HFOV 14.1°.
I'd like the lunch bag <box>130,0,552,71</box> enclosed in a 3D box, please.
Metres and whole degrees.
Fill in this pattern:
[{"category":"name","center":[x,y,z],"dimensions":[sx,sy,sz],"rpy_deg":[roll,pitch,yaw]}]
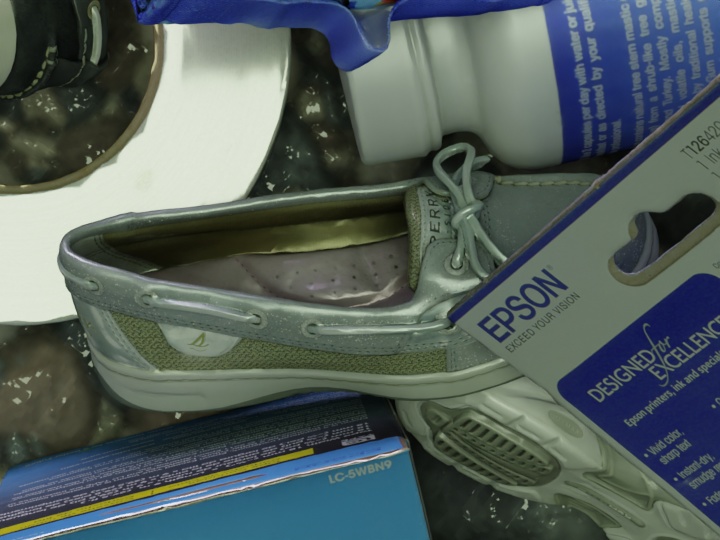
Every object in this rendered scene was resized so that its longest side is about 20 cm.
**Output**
[{"category":"lunch bag","center":[-0.010,-0.163,0.911],"dimensions":[0.150,0.094,0.201],"rpy_deg":[-4,81,-35]}]

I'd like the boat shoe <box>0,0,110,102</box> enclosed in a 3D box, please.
[{"category":"boat shoe","center":[-0.137,-0.156,1.006],"dimensions":[0.067,0.072,0.201],"rpy_deg":[-10,83,-39]}]

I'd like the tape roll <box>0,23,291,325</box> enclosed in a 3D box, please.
[{"category":"tape roll","center":[-0.123,-0.080,1.048],"dimensions":[0.202,0.037,0.203],"rpy_deg":[0,91,-2]}]

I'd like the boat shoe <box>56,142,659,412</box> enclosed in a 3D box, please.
[{"category":"boat shoe","center":[-0.001,-0.001,0.984],"dimensions":[0.201,0.065,0.075],"rpy_deg":[-7,46,12]}]

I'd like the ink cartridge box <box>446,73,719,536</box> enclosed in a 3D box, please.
[{"category":"ink cartridge box","center":[0.156,0.023,0.889],"dimensions":[0.200,0.198,0.047],"rpy_deg":[41,52,-6]}]

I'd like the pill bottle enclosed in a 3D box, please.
[{"category":"pill bottle","center":[0.089,-0.098,1.015],"dimensions":[0.199,0.112,0.112],"rpy_deg":[-13,91,-2]}]

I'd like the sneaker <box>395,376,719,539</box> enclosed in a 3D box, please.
[{"category":"sneaker","center":[0.115,0.055,1.039],"dimensions":[0.200,0.078,0.100],"rpy_deg":[33,63,-14]}]

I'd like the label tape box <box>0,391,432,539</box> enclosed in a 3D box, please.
[{"category":"label tape box","center":[-0.050,0.092,0.970],"dimensions":[0.144,0.200,0.063],"rpy_deg":[-14,95,-1]}]
